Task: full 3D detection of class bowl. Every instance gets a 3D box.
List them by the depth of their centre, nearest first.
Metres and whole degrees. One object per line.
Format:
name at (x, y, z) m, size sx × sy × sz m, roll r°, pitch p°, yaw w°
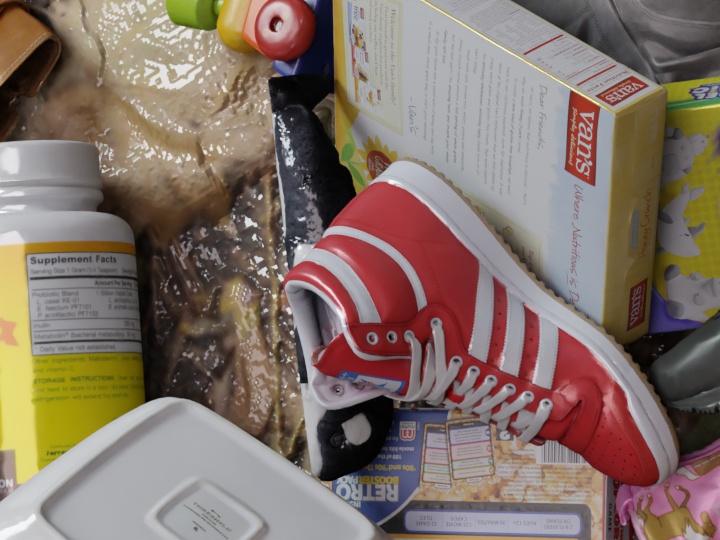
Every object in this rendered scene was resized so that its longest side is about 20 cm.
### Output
bowl at (-0.080, 0.145, 1.427) m, size 0.200 × 0.200 × 0.075 m, roll 34°, pitch 130°, yaw 18°

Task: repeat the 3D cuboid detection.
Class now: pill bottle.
pill bottle at (-0.170, 0.036, 1.571) m, size 0.109 × 0.109 × 0.201 m, roll -6°, pitch 84°, yaw 21°

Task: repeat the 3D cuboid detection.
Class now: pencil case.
pencil case at (0.222, 0.092, 1.426) m, size 0.200 × 0.083 × 0.087 m, roll -32°, pitch 69°, yaw 18°

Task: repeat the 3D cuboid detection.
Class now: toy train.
toy train at (-0.054, -0.127, 1.554) m, size 0.115 × 0.085 × 0.201 m, roll 19°, pitch 94°, yaw 32°

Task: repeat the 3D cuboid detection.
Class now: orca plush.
orca plush at (0.000, 0.000, 1.484) m, size 0.071 × 0.105 × 0.201 m, roll -6°, pitch 79°, yaw 0°

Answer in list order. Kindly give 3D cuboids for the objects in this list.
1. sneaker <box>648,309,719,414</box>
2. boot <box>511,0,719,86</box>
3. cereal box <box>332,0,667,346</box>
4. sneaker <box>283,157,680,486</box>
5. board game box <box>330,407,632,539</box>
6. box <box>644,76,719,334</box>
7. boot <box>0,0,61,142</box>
sneaker at (0.212, -0.006, 1.386) m, size 0.200 × 0.076 × 0.091 m, roll -34°, pitch 92°, yaw 18°
boot at (0.109, -0.098, 1.494) m, size 0.199 × 0.070 × 0.132 m, roll -13°, pitch 91°, yaw 28°
cereal box at (0.064, -0.063, 1.452) m, size 0.200 × 0.039 × 0.144 m, roll 35°, pitch 138°, yaw 37°
sneaker at (0.050, 0.050, 1.407) m, size 0.200 × 0.071 × 0.112 m, roll 44°, pitch 59°, yaw 9°
board game box at (0.059, 0.169, 1.505) m, size 0.151 × 0.046 × 0.201 m, roll 0°, pitch 87°, yaw 22°
box at (0.220, -0.038, 1.426) m, size 0.199 × 0.048 × 0.118 m, roll -8°, pitch 110°, yaw 16°
boot at (-0.267, -0.093, 1.637) m, size 0.155 × 0.074 × 0.200 m, roll 37°, pitch 101°, yaw 19°
